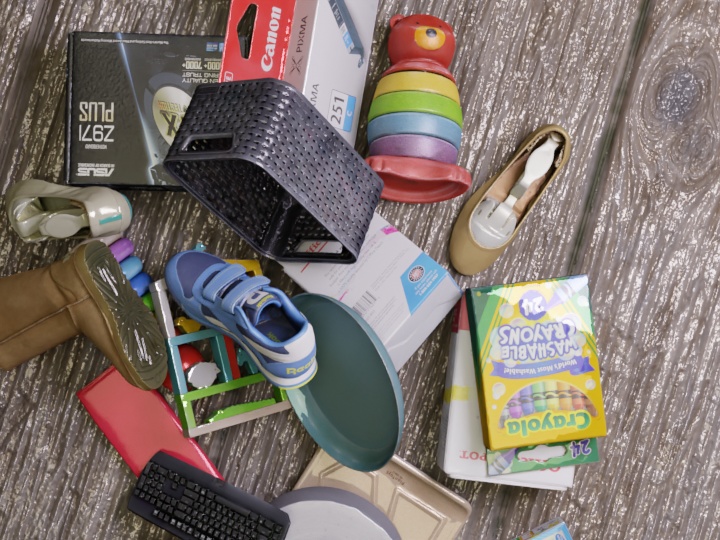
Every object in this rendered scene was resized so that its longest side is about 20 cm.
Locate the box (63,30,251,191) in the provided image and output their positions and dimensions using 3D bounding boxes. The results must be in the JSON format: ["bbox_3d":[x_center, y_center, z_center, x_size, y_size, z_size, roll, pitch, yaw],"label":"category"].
[{"bbox_3d":[-0.218,-0.171,1.282,0.198,0.086,0.166,2,90,-2],"label":"box"}]

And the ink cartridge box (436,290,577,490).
[{"bbox_3d":[0.166,0.130,1.291,0.143,0.083,0.202,7,88,-3],"label":"ink cartridge box"}]

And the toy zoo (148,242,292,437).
[{"bbox_3d":[-0.155,0.069,1.282,0.130,0.020,0.202,-12,89,-33],"label":"toy zoo"}]

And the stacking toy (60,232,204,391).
[{"bbox_3d":[-0.241,0.048,1.284,0.085,0.085,0.201,-38,94,-2],"label":"stacking toy"}]

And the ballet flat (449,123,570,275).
[{"bbox_3d":[0.166,-0.083,1.306,0.068,0.063,0.201,34,88,-1],"label":"ballet flat"}]

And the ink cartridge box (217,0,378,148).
[{"bbox_3d":[-0.064,-0.242,1.259,0.175,0.044,0.202,11,88,-46],"label":"ink cartridge box"}]

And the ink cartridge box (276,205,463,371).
[{"bbox_3d":[0.000,0.000,1.272,0.115,0.068,0.200,-48,59,-2],"label":"ink cartridge box"}]

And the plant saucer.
[{"bbox_3d":[-0.019,0.115,1.230,0.027,0.200,0.202,-23,89,-35],"label":"plant saucer"}]

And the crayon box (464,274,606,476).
[{"bbox_3d":[0.185,0.111,1.225,0.124,0.052,0.202,-7,89,-3],"label":"crayon box"}]

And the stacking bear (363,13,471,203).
[{"bbox_3d":[0.062,-0.185,1.283,0.120,0.114,0.202,6,78,-5],"label":"stacking bear"}]

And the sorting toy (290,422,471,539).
[{"bbox_3d":[0.000,0.297,1.310,0.184,0.036,0.201,32,93,-1],"label":"sorting toy"}]

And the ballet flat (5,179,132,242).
[{"bbox_3d":[-0.328,-0.058,1.235,0.199,0.069,0.070,0,89,38],"label":"ballet flat"}]

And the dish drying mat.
[{"bbox_3d":[-0.230,0.195,1.310,0.077,0.018,0.201,-37,90,-1],"label":"dish drying mat"}]

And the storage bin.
[{"bbox_3d":[-0.084,-0.096,1.180,0.134,0.200,0.094,3,61,38],"label":"storage bin"}]

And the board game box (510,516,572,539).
[{"bbox_3d":[0.209,0.399,1.313,0.133,0.034,0.202,-25,90,-2],"label":"board game box"}]

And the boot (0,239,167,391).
[{"bbox_3d":[-0.317,0.070,1.251,0.199,0.066,0.177,-21,96,30],"label":"boot"}]

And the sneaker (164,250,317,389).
[{"bbox_3d":[-0.121,0.034,1.214,0.199,0.083,0.074,36,60,15],"label":"sneaker"}]

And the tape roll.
[{"bbox_3d":[-0.045,0.340,1.262,0.198,0.066,0.203,0,93,2],"label":"tape roll"}]

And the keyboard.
[{"bbox_3d":[-0.172,0.282,1.242,0.199,0.021,0.128,18,87,31],"label":"keyboard"}]
